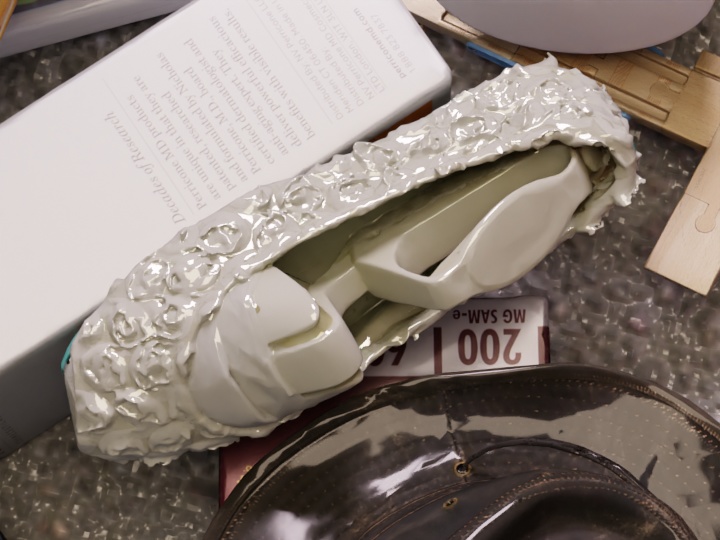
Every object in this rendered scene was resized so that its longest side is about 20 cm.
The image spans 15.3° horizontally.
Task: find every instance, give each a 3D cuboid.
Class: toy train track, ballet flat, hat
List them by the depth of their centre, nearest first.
[{"bbox_3d":[0.045,0.111,0.783,0.200,0.081,0.201,0,77,-1],"label":"hat"},{"bbox_3d":[0.000,0.000,0.811,0.200,0.072,0.072,-33,77,-8],"label":"ballet flat"},{"bbox_3d":[0.096,-0.059,0.911,0.200,0.033,0.115,26,79,16],"label":"toy train track"}]

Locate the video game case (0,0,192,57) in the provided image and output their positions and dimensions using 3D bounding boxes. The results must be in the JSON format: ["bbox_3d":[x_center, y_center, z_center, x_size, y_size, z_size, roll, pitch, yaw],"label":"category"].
[{"bbox_3d":[-0.092,-0.172,0.942,0.200,0.023,0.182,-15,71,-2],"label":"video game case"}]

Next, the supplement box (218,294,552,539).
[{"bbox_3d":[0.008,0.111,0.856,0.109,0.061,0.200,-1,77,1],"label":"supplement box"}]

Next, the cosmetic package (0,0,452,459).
[{"bbox_3d":[-0.070,-0.022,0.872,0.200,0.101,0.071,-33,78,-5],"label":"cosmetic package"}]

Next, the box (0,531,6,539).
[{"bbox_3d":[-0.224,0.110,0.874,0.200,0.044,0.160,-36,77,-6],"label":"box"}]

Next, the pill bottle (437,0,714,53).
[{"bbox_3d":[0.078,-0.182,0.886,0.113,0.113,0.200,6,67,4],"label":"pill bottle"}]

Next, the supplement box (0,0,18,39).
[{"bbox_3d":[-0.199,-0.128,0.847,0.200,0.067,0.069,21,121,-7],"label":"supplement box"}]
